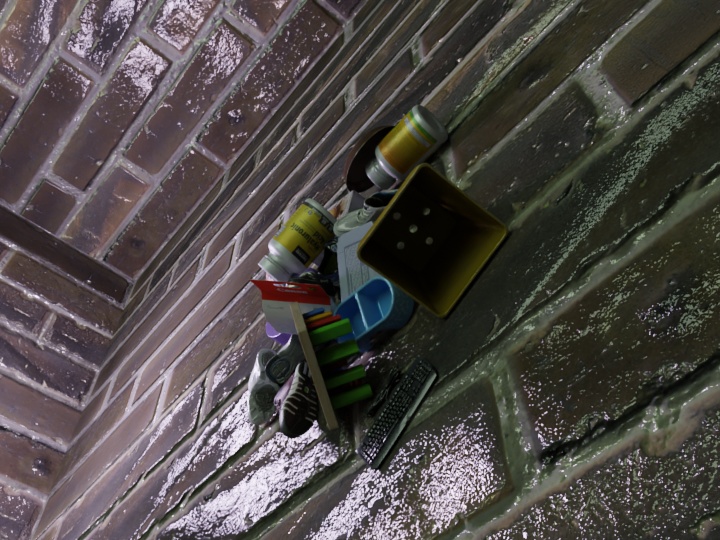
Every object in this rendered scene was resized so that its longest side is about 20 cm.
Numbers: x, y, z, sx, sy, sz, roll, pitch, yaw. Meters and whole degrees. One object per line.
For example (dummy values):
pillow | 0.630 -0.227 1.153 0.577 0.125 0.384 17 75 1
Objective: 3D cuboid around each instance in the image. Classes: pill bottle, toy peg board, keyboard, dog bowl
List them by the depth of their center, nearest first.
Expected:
keyboard | 0.053 0.235 1.169 0.201 0.021 0.127 -56 24 -3
toy peg board | -0.054 0.164 1.292 0.097 0.201 0.199 -18 14 -6
dog bowl | 0.017 0.084 1.335 0.200 0.049 0.112 -39 56 33
pill bottle | -0.148 -0.063 1.600 0.200 0.111 0.111 -50 23 -7
pill bottle | 0.105 -0.291 1.626 0.200 0.111 0.111 -43 27 27

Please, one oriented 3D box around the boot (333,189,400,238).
boot | 0.019 -0.133 1.508 0.199 0.096 0.074 -16 60 15

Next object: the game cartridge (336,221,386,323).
game cartridge | 0.011 0.005 1.419 0.133 0.040 0.201 -23 65 44

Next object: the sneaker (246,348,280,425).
sneaker | -0.231 0.288 1.588 0.201 0.077 0.100 -85 20 -48

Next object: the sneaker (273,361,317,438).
sneaker | -0.145 0.294 1.417 0.116 0.075 0.200 -47 14 31

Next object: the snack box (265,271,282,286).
snack box | -0.210 0.047 1.694 0.200 0.024 0.072 -136 44 -66

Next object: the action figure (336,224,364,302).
action figure | 0.000 0.000 1.512 0.201 0.069 0.130 -60 26 29

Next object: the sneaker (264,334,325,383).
sneaker | -0.138 0.171 1.549 0.200 0.075 0.087 -41 2 10

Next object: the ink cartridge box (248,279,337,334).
ink cartridge box | -0.131 0.083 1.405 0.159 0.200 0.048 4 66 18

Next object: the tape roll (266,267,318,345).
tape roll | -0.151 0.093 1.677 0.200 0.065 0.201 -43 27 29

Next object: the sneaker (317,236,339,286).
sneaker | -0.032 -0.054 1.587 0.078 0.089 0.201 35 98 25

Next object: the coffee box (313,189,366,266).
coffee box | -0.061 -0.104 1.739 0.200 0.080 0.114 -32 34 42

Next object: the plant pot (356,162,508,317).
plant pot | 0.115 -0.067 1.244 0.200 0.200 0.176 -53 13 6

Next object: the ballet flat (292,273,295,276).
ballet flat | -0.183 -0.013 1.771 0.070 0.067 0.200 -40 -20 -10

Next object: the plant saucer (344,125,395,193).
plant saucer | 0.026 -0.286 1.700 0.200 0.034 0.201 -40 -23 -21

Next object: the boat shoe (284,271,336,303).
boat shoe | -0.107 0.033 1.467 0.073 0.200 0.061 -8 76 23
